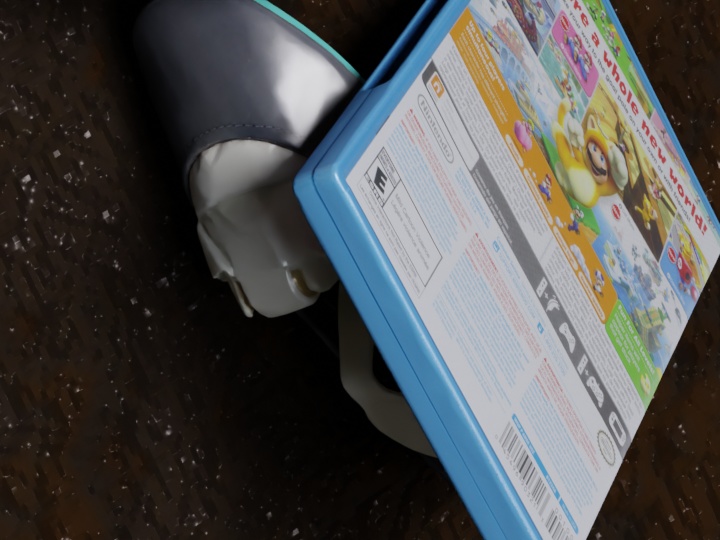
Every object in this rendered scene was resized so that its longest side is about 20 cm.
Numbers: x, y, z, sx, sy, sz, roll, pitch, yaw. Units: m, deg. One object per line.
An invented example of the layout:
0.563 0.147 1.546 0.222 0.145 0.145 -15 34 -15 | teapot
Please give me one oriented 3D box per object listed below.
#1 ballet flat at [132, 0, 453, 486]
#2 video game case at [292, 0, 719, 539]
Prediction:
0.000 0.000 0.865 0.200 0.073 0.073 48 68 -28 | ballet flat
0.052 -0.016 0.876 0.143 0.018 0.200 61 33 -19 | video game case
